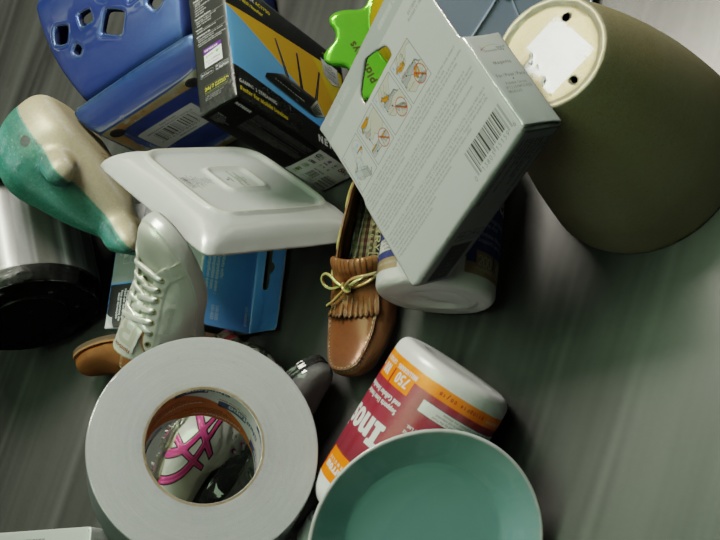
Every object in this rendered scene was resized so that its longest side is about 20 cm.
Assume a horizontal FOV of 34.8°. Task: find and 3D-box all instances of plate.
[{"bbox_3d":[-0.127,-0.079,1.145,0.199,0.199,0.033,37,121,37],"label":"plate"},{"bbox_3d":[0.052,0.223,0.938,0.201,0.199,0.026,-57,14,3],"label":"plate"}]

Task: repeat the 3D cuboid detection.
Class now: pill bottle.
[{"bbox_3d":[0.031,0.169,0.994,0.113,0.113,0.201,34,93,38],"label":"pill bottle"},{"bbox_3d":[0.078,-0.070,1.050,0.110,0.111,0.202,-3,72,33],"label":"pill bottle"}]

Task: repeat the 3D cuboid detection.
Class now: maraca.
[{"bbox_3d":[0.061,-0.236,1.111,0.199,0.107,0.138,-32,83,-1],"label":"maraca"}]

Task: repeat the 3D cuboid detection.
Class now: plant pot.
[{"bbox_3d":[0.195,-0.135,0.937,0.186,0.199,0.190,-12,66,30],"label":"plant pot"},{"bbox_3d":[-0.207,-0.233,1.259,0.199,0.199,0.182,-26,66,23],"label":"plant pot"}]

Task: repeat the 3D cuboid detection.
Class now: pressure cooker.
[{"bbox_3d":[-0.397,-0.029,1.324,0.175,0.178,0.202,-29,62,22],"label":"pressure cooker"}]

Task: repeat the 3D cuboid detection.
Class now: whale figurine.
[{"bbox_3d":[-0.305,-0.086,1.208,0.103,0.159,0.201,-38,87,3],"label":"whale figurine"}]

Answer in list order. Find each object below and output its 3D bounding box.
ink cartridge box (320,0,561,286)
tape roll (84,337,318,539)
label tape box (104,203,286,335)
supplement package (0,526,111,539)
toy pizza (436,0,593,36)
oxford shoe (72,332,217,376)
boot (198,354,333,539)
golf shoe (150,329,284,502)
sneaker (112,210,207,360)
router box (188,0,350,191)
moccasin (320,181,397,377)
[{"bbox_3d":[0.054,-0.114,0.918,0.175,0.043,0.201,60,143,23],"label":"ink cartridge box"},{"bbox_3d":[-0.138,0.163,1.000,0.198,0.066,0.202,6,60,-10],"label":"tape roll"},{"bbox_3d":[-0.175,-0.004,1.232,0.198,0.066,0.145,-6,70,35],"label":"label tape box"},{"bbox_3d":[-0.239,0.328,1.068,0.150,0.199,0.152,-11,67,31],"label":"supplement package"},{"bbox_3d":[0.126,-0.258,1.054,0.032,0.198,0.202,-11,62,66],"label":"toy pizza"},{"bbox_3d":[-0.234,0.106,1.231,0.198,0.071,0.072,-5,74,32],"label":"oxford shoe"},{"bbox_3d":[-0.055,0.193,1.086,0.131,0.070,0.201,38,102,30],"label":"boot"},{"bbox_3d":[-0.144,0.166,1.142,0.091,0.073,0.202,28,100,11],"label":"golf shoe"},{"bbox_3d":[-0.194,0.039,1.084,0.084,0.201,0.073,-34,52,-31],"label":"sneaker"},{"bbox_3d":[-0.086,-0.185,1.149,0.051,0.199,0.151,-23,61,26],"label":"router box"},{"bbox_3d":[0.001,0.000,1.098,0.073,0.078,0.204,7,77,36],"label":"moccasin"}]
